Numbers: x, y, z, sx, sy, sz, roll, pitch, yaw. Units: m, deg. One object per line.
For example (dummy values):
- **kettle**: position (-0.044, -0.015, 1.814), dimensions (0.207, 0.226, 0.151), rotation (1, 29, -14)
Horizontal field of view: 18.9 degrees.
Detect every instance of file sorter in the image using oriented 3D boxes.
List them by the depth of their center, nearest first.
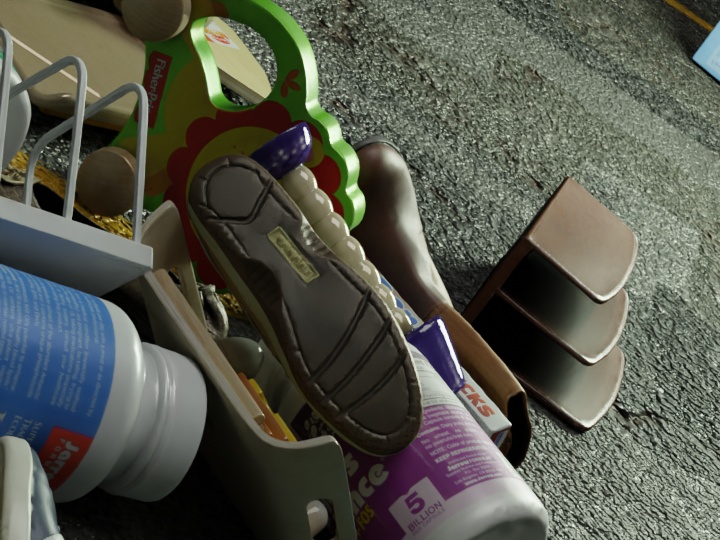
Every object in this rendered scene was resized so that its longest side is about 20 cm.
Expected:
- **file sorter**: position (-0.230, -0.063, 1.196), dimensions (0.199, 0.138, 0.126), rotation (20, 62, -36)

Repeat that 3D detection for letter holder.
- **letter holder**: position (0.174, 0.027, 1.731), dimensions (0.142, 0.101, 0.200), rotation (39, 22, 2)

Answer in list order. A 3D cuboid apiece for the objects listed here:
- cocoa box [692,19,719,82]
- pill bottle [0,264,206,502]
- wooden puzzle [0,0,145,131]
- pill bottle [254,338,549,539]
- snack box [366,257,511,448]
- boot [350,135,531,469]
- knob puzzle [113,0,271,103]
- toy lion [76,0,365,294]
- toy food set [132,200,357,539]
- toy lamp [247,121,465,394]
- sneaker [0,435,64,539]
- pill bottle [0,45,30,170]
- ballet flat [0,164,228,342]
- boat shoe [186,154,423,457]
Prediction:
- **cocoa box**: position (0.563, -0.322, 2.874), dimensions (0.133, 0.201, 0.131), rotation (42, 23, 15)
- **pill bottle**: position (-0.182, 0.057, 1.122), dimensions (0.199, 0.113, 0.113), rotation (20, 27, -33)
- **wooden puzzle**: position (-0.209, -0.153, 1.617), dimensions (0.184, 0.037, 0.200), rotation (12, 27, -46)
- **pill bottle**: position (0.016, 0.112, 1.304), dimensions (0.112, 0.113, 0.200), rotation (8, 34, -49)
- **snack box**: position (0.022, 0.063, 1.464), dimensions (0.024, 0.072, 0.200), rotation (-12, 50, -40)
- **boot**: position (0.047, 0.026, 1.491), dimensions (0.068, 0.189, 0.200), rotation (-21, 50, -18)
- **knob puzzle**: position (-0.150, -0.198, 1.782), dimensions (0.219, 0.030, 0.220), rotation (41, 12, -11)
- **toy lion**: position (-0.083, -0.085, 1.457), dimensions (0.190, 0.202, 0.069), rotation (20, 17, 12)
- **toy food set**: position (-0.060, 0.072, 1.229), dimensions (0.060, 0.144, 0.200), rotation (-27, 53, -16)
- **toy lamp**: position (0.000, 0.000, 1.396), dimensions (0.201, 0.058, 0.058), rotation (58, 24, 2)
- **sneaker**: position (-0.144, 0.167, 1.017), dimensions (0.084, 0.075, 0.201), rotation (20, 37, -31)
- **pill bottle**: position (-0.294, -0.145, 1.363), dimensions (0.113, 0.113, 0.200), rotation (13, 31, -44)
- **ballet flat**: position (-0.166, -0.015, 1.379), dimensions (0.199, 0.047, 0.067), rotation (37, 21, 2)
- **boat shoe**: position (-0.032, 0.026, 1.262), dimensions (0.071, 0.076, 0.201), rotation (-28, 77, -21)
